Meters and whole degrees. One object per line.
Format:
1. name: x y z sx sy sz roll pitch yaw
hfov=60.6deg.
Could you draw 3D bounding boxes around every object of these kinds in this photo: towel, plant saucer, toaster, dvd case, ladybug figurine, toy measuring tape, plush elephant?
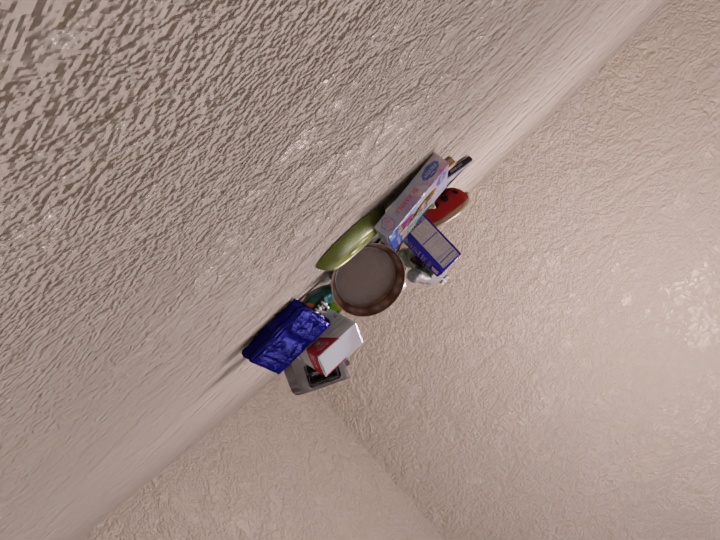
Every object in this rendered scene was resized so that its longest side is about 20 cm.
1. towel: -0.180 0.171 1.528 0.200 0.050 0.148 -44 135 10
2. plant saucer: -0.013 -0.062 1.344 0.200 0.031 0.200 -42 176 -3
3. toaster: -0.144 0.260 1.819 0.200 0.181 0.119 -15 172 -22
4. dvd case: 0.229 -0.245 1.752 0.200 0.025 0.150 -37 173 -48
5. ladybug figurine: 0.242 -0.192 1.883 0.200 0.072 0.136 -33 -155 -5
6. toy measuring tape: -0.089 0.108 1.806 0.074 0.074 0.200 -44 -154 24
7. plush elephant: 0.192 -0.044 1.841 0.165 0.155 0.200 -39 155 4
8. plant saucer: 0.017 0.021 1.570 0.200 0.200 0.034 -42 -152 1

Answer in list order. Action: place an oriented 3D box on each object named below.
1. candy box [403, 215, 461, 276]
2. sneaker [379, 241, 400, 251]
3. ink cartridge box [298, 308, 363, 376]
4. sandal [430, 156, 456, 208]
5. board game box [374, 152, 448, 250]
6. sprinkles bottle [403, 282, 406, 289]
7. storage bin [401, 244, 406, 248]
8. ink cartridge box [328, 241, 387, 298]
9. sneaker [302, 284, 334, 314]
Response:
1. candy box: 0.170 -0.082 1.651 0.077 0.200 0.169 -42 176 -3
2. sneaker: 0.062 -0.048 1.874 0.200 0.070 0.109 -44 175 -22
3. ink cartridge box: -0.116 0.177 1.671 0.146 0.200 0.083 -41 131 -25
4. sandal: 0.166 -0.183 1.485 0.212 0.070 0.078 -42 175 -11
5. board game box: 0.115 -0.143 1.348 0.200 0.041 0.200 -51 171 0
6. sprinkles bottle: 0.049 0.064 1.950 0.200 0.068 0.068 -23 166 -30
7. storage bin: 0.106 -0.046 2.136 0.200 0.094 0.199 -41 175 -20
8. ink cartridge box: 0.000 0.000 1.693 0.146 0.084 0.200 -43 176 1
9. sneaker: -0.133 0.124 1.612 0.200 0.080 0.071 -42 135 -1
